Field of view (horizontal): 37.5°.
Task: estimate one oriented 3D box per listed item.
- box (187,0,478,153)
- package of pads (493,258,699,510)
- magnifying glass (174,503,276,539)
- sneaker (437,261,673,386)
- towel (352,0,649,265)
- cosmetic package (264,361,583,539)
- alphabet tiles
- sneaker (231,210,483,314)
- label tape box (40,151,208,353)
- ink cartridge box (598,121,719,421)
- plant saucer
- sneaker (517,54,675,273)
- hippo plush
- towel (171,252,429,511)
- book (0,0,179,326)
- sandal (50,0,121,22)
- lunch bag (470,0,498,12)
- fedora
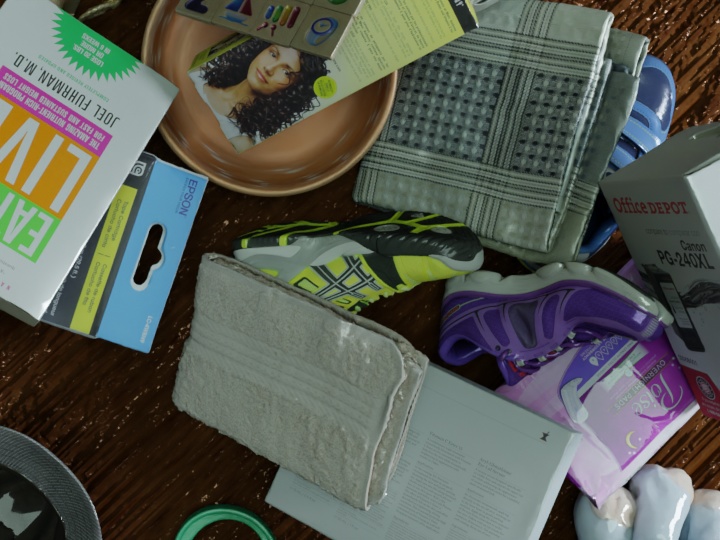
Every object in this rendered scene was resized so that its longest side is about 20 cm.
[{"bbox_3d":[-0.020,-0.164,0.759,0.199,0.050,0.075,-27,114,13],"label":"box"},{"bbox_3d":[0.213,0.078,0.841,0.200,0.076,0.121,-43,76,-5],"label":"package of pads"},{"bbox_3d":[-0.061,0.260,0.851,0.199,0.022,0.080,34,87,-4],"label":"magnifying glass"},{"bbox_3d":[0.140,0.047,0.791,0.080,0.199,0.084,31,66,-36],"label":"sneaker"},{"bbox_3d":[0.103,-0.117,0.816,0.199,0.035,0.194,18,89,23],"label":"towel"},{"bbox_3d":[0.046,0.149,0.802,0.199,0.052,0.152,24,92,22],"label":"cosmetic package"},{"bbox_3d":[-0.066,-0.243,0.750,0.199,0.008,0.168,21,77,25],"label":"alphabet tiles"},{"bbox_3d":[0.000,0.000,0.813,0.199,0.075,0.077,-2,104,24],"label":"sneaker"},{"bbox_3d":[-0.232,-0.037,0.806,0.199,0.066,0.144,19,90,-8],"label":"label tape box"},{"bbox_3d":[0.259,0.006,0.721,0.083,0.145,0.201,-28,97,-7],"label":"ink cartridge box"},{"bbox_3d":[-0.071,-0.158,0.835,0.199,0.037,0.202,0,91,-5],"label":"plant saucer"},{"bbox_3d":[0.198,-0.084,0.845,0.074,0.082,0.201,30,86,-4],"label":"sneaker"},{"bbox_3d":[0.236,0.246,0.812,0.199,0.161,0.160,-29,94,-6],"label":"hippo plush"},{"bbox_3d":[-0.052,0.081,0.786,0.199,0.034,0.133,23,108,23],"label":"towel"},{"bbox_3d":[-0.230,-0.080,0.731,0.133,0.048,0.201,32,66,-16],"label":"book"},{"bbox_3d":[-0.178,-0.249,0.803,0.069,0.078,0.213,21,83,0],"label":"sandal"},{"bbox_3d":[0.091,-0.305,0.802,0.163,0.118,0.201,-29,83,-5],"label":"lunch bag"},{"bbox_3d":[-0.279,0.202,0.789,0.177,0.090,0.200,38,93,-4],"label":"fedora"}]
